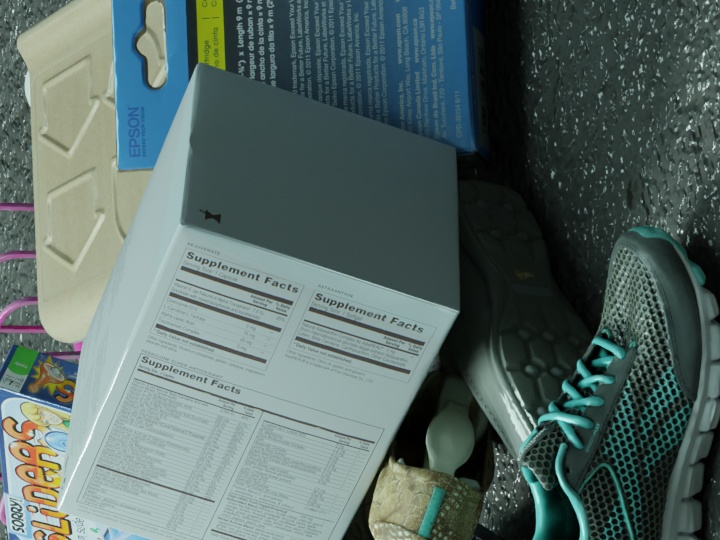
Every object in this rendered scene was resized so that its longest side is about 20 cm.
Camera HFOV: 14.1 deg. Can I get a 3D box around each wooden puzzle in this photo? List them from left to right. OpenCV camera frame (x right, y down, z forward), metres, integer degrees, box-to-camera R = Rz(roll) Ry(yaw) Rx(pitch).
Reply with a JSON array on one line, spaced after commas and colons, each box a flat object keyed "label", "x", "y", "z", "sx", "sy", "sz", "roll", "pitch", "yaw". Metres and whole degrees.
[{"label": "wooden puzzle", "x": -0.143, "y": -0.070, "z": 1.777, "sx": 0.185, "sy": 0.046, "sz": 0.201, "roll": -23, "pitch": 71, "yaw": 53}]

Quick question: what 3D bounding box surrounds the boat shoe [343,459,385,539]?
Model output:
[{"label": "boat shoe", "x": -0.002, "y": 0.141, "z": 1.687, "sx": 0.065, "sy": 0.072, "sz": 0.200, "roll": -138, "pitch": 47, "yaw": -55}]

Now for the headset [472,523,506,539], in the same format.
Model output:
[{"label": "headset", "x": 0.049, "y": 0.173, "z": 1.526, "sx": 0.200, "sy": 0.124, "sz": 0.094, "roll": -16, "pitch": 116, "yaw": 33}]

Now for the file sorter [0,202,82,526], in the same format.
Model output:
[{"label": "file sorter", "x": -0.209, "y": 0.066, "z": 2.042, "sx": 0.139, "sy": 0.125, "sz": 0.200, "roll": -65, "pitch": 35, "yaw": 40}]

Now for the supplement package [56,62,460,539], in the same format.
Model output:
[{"label": "supplement package", "x": -0.053, "y": 0.030, "z": 1.534, "sx": 0.152, "sy": 0.150, "sz": 0.200, "roll": -89, "pitch": 20, "yaw": -54}]

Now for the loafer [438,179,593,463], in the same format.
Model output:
[{"label": "loafer", "x": 0.077, "y": 0.038, "z": 1.526, "sx": 0.200, "sy": 0.070, "sz": 0.070, "roll": -105, "pitch": 33, "yaw": -45}]

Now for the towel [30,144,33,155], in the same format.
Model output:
[{"label": "towel", "x": -0.142, "y": -0.096, "z": 1.835, "sx": 0.200, "sy": 0.022, "sz": 0.147, "roll": -56, "pitch": 45, "yaw": 36}]

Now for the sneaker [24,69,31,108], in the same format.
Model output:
[{"label": "sneaker", "x": -0.137, "y": -0.072, "z": 1.968, "sx": 0.074, "sy": 0.116, "sz": 0.200, "roll": -25, "pitch": 98, "yaw": 28}]

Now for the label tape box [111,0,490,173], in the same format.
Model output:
[{"label": "label tape box", "x": -0.032, "y": -0.126, "z": 1.604, "sx": 0.063, "sy": 0.199, "sz": 0.145, "roll": 18, "pitch": -110, "yaw": -79}]

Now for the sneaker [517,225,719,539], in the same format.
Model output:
[{"label": "sneaker", "x": 0.120, "y": 0.078, "z": 1.410, "sx": 0.078, "sy": 0.091, "sz": 0.201, "roll": 16, "pitch": 104, "yaw": 62}]

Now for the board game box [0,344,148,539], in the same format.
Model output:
[{"label": "board game box", "x": -0.165, "y": 0.134, "z": 1.888, "sx": 0.200, "sy": 0.135, "sz": 0.035, "roll": 94, "pitch": -164, "yaw": -55}]

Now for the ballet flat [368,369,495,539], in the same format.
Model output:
[{"label": "ballet flat", "x": 0.045, "y": 0.092, "z": 1.544, "sx": 0.200, "sy": 0.070, "sz": 0.065, "roll": -86, "pitch": 16, "yaw": -67}]
